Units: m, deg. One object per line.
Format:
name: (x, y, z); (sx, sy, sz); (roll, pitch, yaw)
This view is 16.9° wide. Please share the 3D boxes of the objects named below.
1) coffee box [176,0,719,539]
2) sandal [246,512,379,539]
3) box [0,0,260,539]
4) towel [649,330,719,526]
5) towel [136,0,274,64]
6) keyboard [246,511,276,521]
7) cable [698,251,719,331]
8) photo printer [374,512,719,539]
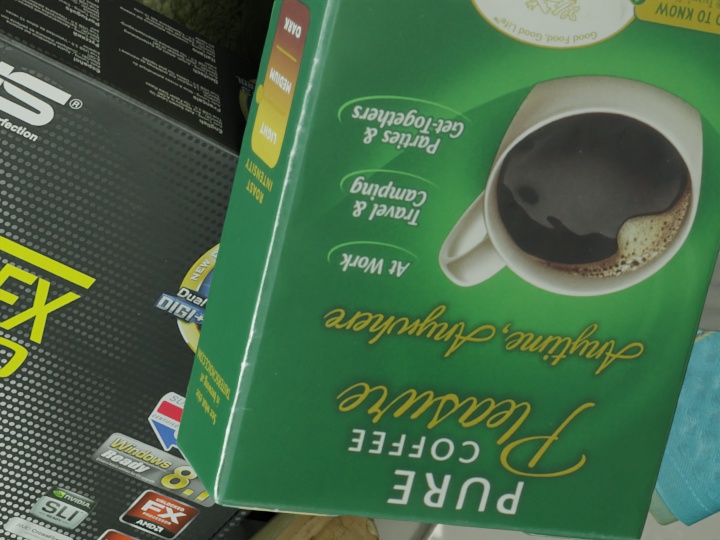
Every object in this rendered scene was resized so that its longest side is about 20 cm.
coffee box: (0.033, -0.035, 0.592); (0.122, 0.044, 0.201); (6, 105, -23)
sandal: (-0.007, 0.095, 0.699); (0.070, 0.078, 0.212); (38, 65, -7)
box: (-0.093, -0.001, 0.640); (0.200, 0.044, 0.160); (26, 126, -29)
towel: (0.141, -0.026, 0.707); (0.199, 0.022, 0.147); (-28, 93, 18)
towel: (-0.033, -0.114, 0.704); (0.036, 0.148, 0.201); (25, 115, 15)
keyboard: (0.000, 0.000, 0.756); (0.104, 0.040, 0.201); (-3, 120, -35)
cable: (0.093, -0.087, 0.659); (0.199, 0.069, 0.201); (12, 106, 14)
photo printer: (0.063, 0.085, 0.807); (0.200, 0.069, 0.166); (-55, 131, -10)
